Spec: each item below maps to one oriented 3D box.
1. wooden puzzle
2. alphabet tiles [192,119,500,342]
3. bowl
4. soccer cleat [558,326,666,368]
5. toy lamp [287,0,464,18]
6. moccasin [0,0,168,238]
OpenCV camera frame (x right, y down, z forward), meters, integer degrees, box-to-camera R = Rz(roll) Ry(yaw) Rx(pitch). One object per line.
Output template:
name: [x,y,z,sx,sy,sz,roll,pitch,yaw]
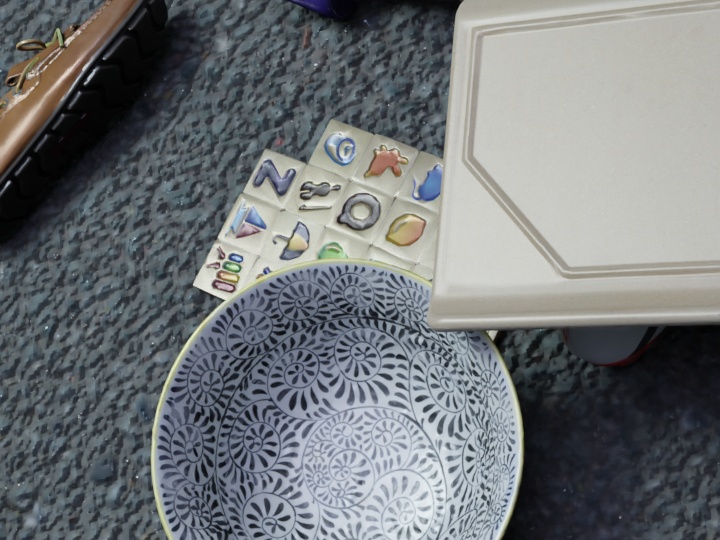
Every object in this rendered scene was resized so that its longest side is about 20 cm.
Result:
wooden puzzle: [0.129,-0.062,0.869,0.183,0.037,0.202,-3,68,27]
alphabet tiles: [0.000,0.000,1.020,0.199,0.006,0.168,22,77,26]
bowl: [-0.006,0.104,0.922,0.198,0.094,0.203,-3,74,10]
soccer cleat: [0.180,-0.032,0.920,0.200,0.085,0.069,-46,61,-2]
toy lamp: [0.037,-0.179,1.050,0.198,0.058,0.059,9,72,24]
moccasin: [-0.205,-0.114,1.109,0.078,0.074,0.202,42,97,21]
